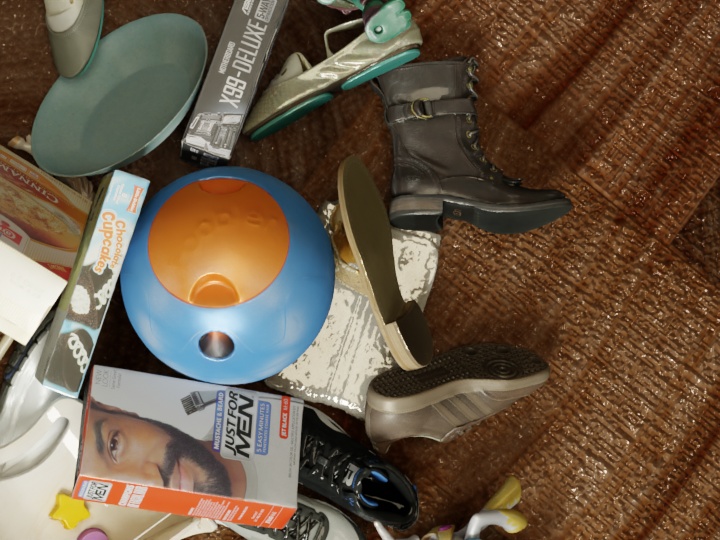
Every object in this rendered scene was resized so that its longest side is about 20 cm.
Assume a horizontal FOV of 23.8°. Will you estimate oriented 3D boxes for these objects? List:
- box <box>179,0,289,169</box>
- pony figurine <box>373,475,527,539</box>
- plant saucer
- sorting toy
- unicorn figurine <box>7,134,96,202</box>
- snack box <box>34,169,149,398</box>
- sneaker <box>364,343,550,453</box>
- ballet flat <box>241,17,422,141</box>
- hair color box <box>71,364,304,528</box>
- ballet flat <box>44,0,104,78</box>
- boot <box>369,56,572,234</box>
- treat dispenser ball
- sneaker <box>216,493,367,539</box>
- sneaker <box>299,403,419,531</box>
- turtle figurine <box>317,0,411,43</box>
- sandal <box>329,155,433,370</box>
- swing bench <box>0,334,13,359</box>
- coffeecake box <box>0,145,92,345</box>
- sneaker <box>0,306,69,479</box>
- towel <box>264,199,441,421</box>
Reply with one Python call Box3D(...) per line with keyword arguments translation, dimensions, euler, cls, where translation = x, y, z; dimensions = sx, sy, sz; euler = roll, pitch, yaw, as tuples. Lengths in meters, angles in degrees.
Box3D(translation=(-0.115, -0.197, 1.618), dimensions=(0.049, 0.158, 0.201), euler=(20, 86, -6), cls="box")
Box3D(translation=(0.078, 0.304, 1.621), dimensions=(0.199, 0.166, 0.195), euler=(-12, 113, -33), cls="pony figurine")
Box3D(translation=(-0.219, -0.156, 1.611), dimensions=(0.201, 0.201, 0.039), euler=(-44, 130, -7), cls="plant saucer")
Box3D(translation=(-0.269, 0.220, 1.587), dimensions=(0.199, 0.107, 0.181), euler=(-35, 101, -15), cls="sorting toy")
Box3D(translation=(-0.337, -0.036, 1.625), dimensions=(0.199, 0.074, 0.138), euler=(-35, 88, -5), cls="unicorn figurine")
Box3D(translation=(-0.243, 0.010, 1.544), dimensions=(0.037, 0.116, 0.202), euler=(19, 86, -14), cls="snack box")
Box3D(translation=(0.091, 0.126, 1.676), dimensions=(0.198, 0.071, 0.076), euler=(-8, 124, -24), cls="sneaker")
Box3D(translation=(-0.035, -0.196, 1.668), dimensions=(0.199, 0.067, 0.063), euler=(-27, 85, 2), cls="ballet flat")
Box3D(translation=(-0.156, 0.161, 1.557), dimensions=(0.198, 0.064, 0.112), euler=(9, 61, -13), cls="hair color box")
Box3D(translation=(-0.276, -0.288, 1.644), dimensions=(0.064, 0.067, 0.202), euler=(21, 78, -50), cls="ballet flat")
Box3D(translation=(0.107, -0.129, 1.679), dimensions=(0.198, 0.069, 0.176), euler=(1, 72, -6), cls="boot")
Box3D(translation=(-0.122, 0.005, 1.586), dimensions=(0.199, 0.201, 0.203), euler=(0, 87, -7), cls="treat dispenser ball")
Box3D(translation=(-0.084, 0.239, 1.642), dimensions=(0.199, 0.079, 0.074), euler=(26, 83, -7), cls="sneaker")
Box3D(translation=(-0.027, 0.180, 1.634), dimensions=(0.199, 0.112, 0.073), euler=(29, 83, -5), cls="sneaker")
Box3D(translation=(-0.005, -0.293, 1.641), dimensions=(0.149, 0.201, 0.101), euler=(16, 119, -14), cls="turtle figurine")
Box3D(translation=(-0.003, 0.002, 1.635), dimensions=(0.069, 0.078, 0.213), euler=(-17, 100, 31), cls="sandal")
Box3D(translation=(-0.424, 0.043, 1.551), dimensions=(0.200, 0.130, 0.199), euler=(38, 107, 5), cls="swing bench")
Box3D(translation=(-0.325, -0.039, 1.489), dimensions=(0.153, 0.200, 0.073), euler=(33, 107, -14), cls="coffeecake box")
Box3D(translation=(-0.305, 0.129, 1.632), dimensions=(0.087, 0.074, 0.201), euler=(23, 91, -17), cls="sneaker")
Box3D(translation=(-0.006, 0.039, 1.684), dimensions=(0.132, 0.034, 0.201), euler=(19, 86, -5), cls="towel")
